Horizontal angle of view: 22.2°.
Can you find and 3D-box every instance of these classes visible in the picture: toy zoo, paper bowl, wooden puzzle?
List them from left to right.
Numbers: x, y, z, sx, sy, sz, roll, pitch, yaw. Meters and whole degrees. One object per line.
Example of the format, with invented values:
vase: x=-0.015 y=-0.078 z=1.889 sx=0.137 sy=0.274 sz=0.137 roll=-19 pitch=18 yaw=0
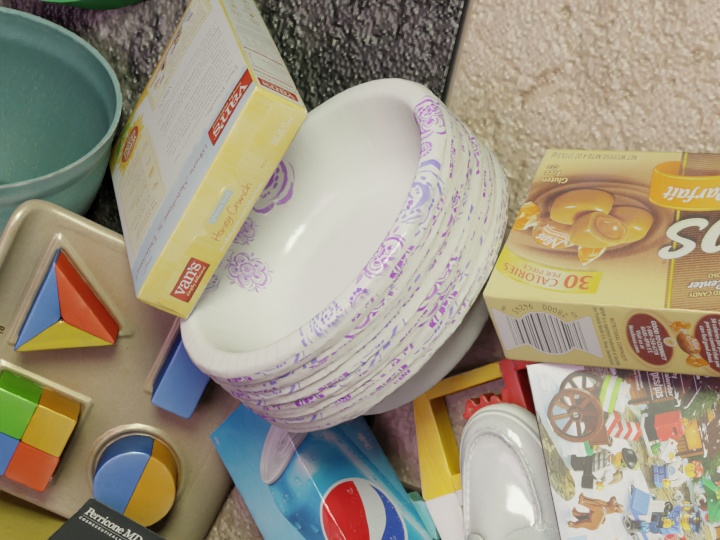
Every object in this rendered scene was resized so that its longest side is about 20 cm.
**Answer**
wooden puzzle: x=-0.154 y=0.077 z=1.126 sx=0.199 sy=0.046 sz=0.186 roll=23 pitch=106 yaw=-15
paper bowl: x=0.000 y=0.000 z=1.038 sx=0.200 sy=0.104 sz=0.202 roll=-32 pitch=35 yaw=27
toy zoo: x=0.108 y=0.112 z=1.056 sx=0.199 sy=0.020 sz=0.132 roll=-19 pitch=82 yaw=29

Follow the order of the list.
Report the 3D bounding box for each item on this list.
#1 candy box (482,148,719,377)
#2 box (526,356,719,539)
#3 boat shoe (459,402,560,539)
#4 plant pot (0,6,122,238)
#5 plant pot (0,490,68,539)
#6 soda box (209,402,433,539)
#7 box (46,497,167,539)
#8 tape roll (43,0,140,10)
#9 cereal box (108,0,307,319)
candy box: x=0.176 y=-0.005 z=0.956 sx=0.198 sy=0.056 sz=0.116 roll=4 pitch=48 yaw=28
box: x=0.174 y=0.136 z=0.978 sx=0.135 sy=0.038 sz=0.202 roll=-12 pitch=84 yaw=7
boat shoe: x=0.088 y=0.175 z=1.018 sx=0.071 sy=0.068 sz=0.202 roll=-9 pitch=87 yaw=30
plant pot: x=-0.259 y=-0.062 z=1.184 sx=0.200 sy=0.200 sz=0.135 roll=34 pitch=133 yaw=25
plant pot: x=-0.280 y=0.233 z=1.182 sx=0.194 sy=0.199 sz=0.196 roll=19 pitch=100 yaw=27
soda box: x=-0.007 y=0.160 z=1.091 sx=0.068 sy=0.064 sz=0.201 roll=-44 pitch=70 yaw=42
box: x=-0.123 y=0.238 z=1.055 sx=0.199 sy=0.141 sz=0.079 roll=25 pitch=139 yaw=27
tape roll: x=-0.178 y=-0.273 z=1.198 sx=0.199 sy=0.048 sz=0.203 roll=1 pitch=92 yaw=30
cereal box: x=-0.097 y=-0.079 z=1.093 sx=0.145 sy=0.039 sz=0.200 roll=-58 pitch=25 yaw=18
